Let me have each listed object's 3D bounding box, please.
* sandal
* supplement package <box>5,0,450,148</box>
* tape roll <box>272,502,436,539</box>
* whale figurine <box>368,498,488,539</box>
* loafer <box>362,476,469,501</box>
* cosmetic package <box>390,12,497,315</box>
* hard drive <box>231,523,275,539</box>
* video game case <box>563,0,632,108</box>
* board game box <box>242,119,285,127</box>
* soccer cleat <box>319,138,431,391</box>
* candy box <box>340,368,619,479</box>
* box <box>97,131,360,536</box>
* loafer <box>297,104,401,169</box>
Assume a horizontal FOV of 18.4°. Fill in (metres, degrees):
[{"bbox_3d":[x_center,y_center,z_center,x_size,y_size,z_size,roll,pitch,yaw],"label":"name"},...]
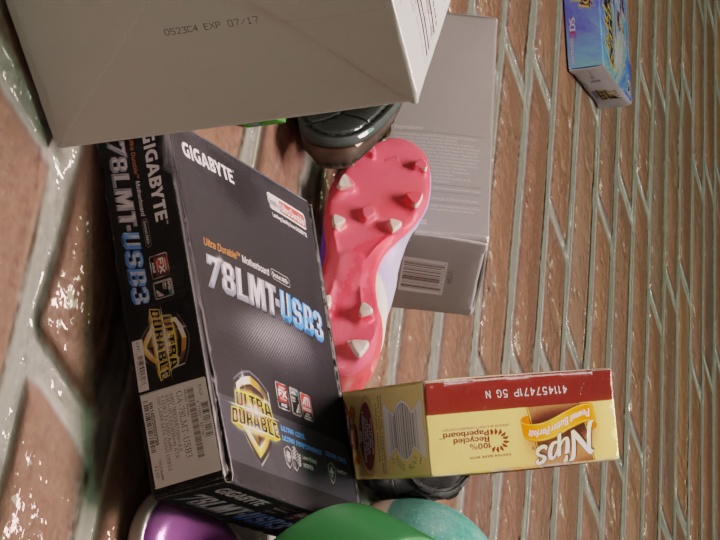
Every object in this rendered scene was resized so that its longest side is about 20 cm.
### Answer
[{"bbox_3d":[-0.060,0.183,1.198,0.203,0.050,0.083,57,36,-42],"label":"sandal"},{"bbox_3d":[-0.060,-0.181,1.117,0.200,0.190,0.148,-71,151,-56],"label":"supplement package"},{"bbox_3d":[-0.021,0.225,1.187,0.200,0.048,0.201,-32,134,-40],"label":"tape roll"},{"bbox_3d":[0.044,0.251,1.468,0.159,0.103,0.201,49,38,-64],"label":"whale figurine"},{"bbox_3d":[0.036,0.120,1.506,0.201,0.070,0.068,60,23,-72],"label":"loafer"},{"bbox_3d":[0.052,-0.080,1.609,0.107,0.090,0.201,96,1,-59],"label":"cosmetic package"},{"bbox_3d":[-0.048,0.163,1.326,0.132,0.026,0.201,6,78,-73],"label":"hard drive"},{"bbox_3d":[0.271,-0.305,2.544,0.181,0.045,0.201,27,58,-69],"label":"video game case"},{"bbox_3d":[-0.086,-0.192,1.321,0.135,0.029,0.201,5,80,-73],"label":"board game box"},{"bbox_3d":[0.000,0.000,1.475,0.077,0.066,0.201,101,3,-55],"label":"soccer cleat"},{"bbox_3d":[0.053,0.091,1.280,0.200,0.115,0.056,166,-79,-69],"label":"candy box"},{"bbox_3d":[-0.067,0.037,1.202,0.200,0.049,0.200,33,46,-65],"label":"box"},{"bbox_3d":[-0.001,-0.116,1.518,0.200,0.071,0.063,-77,168,-56],"label":"loafer"}]
